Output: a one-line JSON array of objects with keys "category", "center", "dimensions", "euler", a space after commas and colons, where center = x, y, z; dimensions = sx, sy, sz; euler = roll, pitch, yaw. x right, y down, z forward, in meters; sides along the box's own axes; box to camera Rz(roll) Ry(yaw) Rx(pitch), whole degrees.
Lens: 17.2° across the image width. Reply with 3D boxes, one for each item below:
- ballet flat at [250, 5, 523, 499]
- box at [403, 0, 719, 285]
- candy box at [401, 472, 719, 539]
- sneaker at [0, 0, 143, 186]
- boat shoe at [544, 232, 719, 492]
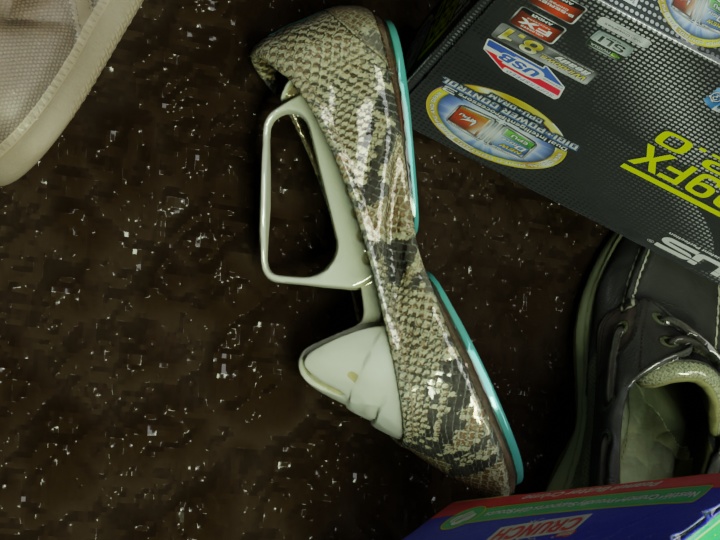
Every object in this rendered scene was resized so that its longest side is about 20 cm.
[{"category": "ballet flat", "center": [0.000, 0.000, 0.915], "dimensions": [0.075, 0.068, 0.202], "euler": [-16, 87, -13]}, {"category": "box", "center": [0.125, -0.060, 0.909], "dimensions": [0.199, 0.160, 0.045], "euler": [27, 67, -9]}, {"category": "candy box", "center": [0.101, 0.179, 0.847], "dimensions": [0.077, 0.168, 0.201], "euler": [-33, 103, -36]}, {"category": "sneaker", "center": [-0.106, -0.131, 0.845], "dimensions": [0.075, 0.070, 0.201], "euler": [36, 65, -25]}, {"category": "boat shoe", "center": [0.124, 0.055, 0.969], "dimensions": [0.072, 0.066, 0.202], "euler": [33, 55, -21]}]
